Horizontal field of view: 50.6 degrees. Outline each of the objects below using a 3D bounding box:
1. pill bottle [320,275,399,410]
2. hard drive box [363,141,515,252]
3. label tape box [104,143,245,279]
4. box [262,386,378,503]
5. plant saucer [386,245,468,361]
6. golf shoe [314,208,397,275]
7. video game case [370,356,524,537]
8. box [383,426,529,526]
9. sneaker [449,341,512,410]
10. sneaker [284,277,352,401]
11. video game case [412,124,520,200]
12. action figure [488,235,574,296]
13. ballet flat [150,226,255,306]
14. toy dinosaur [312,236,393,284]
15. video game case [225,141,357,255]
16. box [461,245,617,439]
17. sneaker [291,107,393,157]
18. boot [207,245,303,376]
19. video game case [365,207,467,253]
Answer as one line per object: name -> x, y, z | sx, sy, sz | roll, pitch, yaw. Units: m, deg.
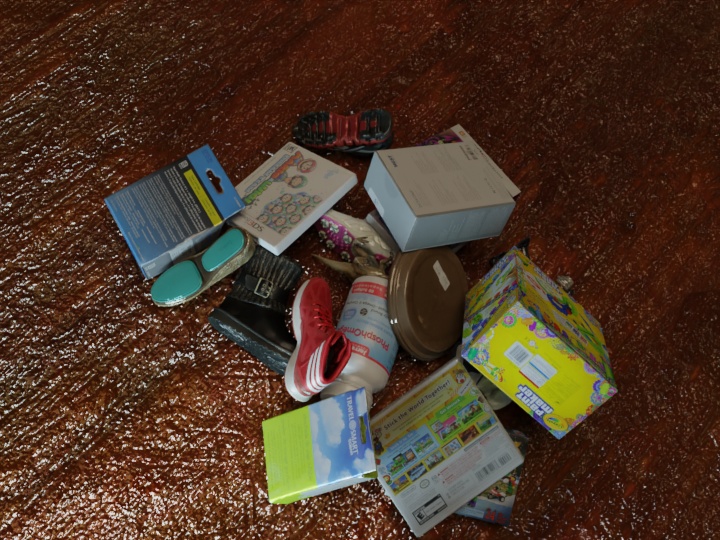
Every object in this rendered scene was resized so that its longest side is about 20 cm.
pill bottle -> 0.006, 0.121, 1.211 | 0.106, 0.109, 0.204 | 19, 65, 2
hard drive box -> 0.128, -0.125, 1.243 | 0.195, 0.078, 0.158 | -9, 52, -27
label tape box -> -0.308, -0.100, 1.285 | 0.197, 0.064, 0.146 | -30, 72, -14
box -> -0.054, 0.257, 1.113 | 0.197, 0.047, 0.125 | -23, 63, 29
plant saucer -> 0.116, 0.043, 1.235 | 0.197, 0.029, 0.207 | 4, 84, -46
golf shoe -> 0.011, -0.056, 1.319 | 0.197, 0.076, 0.092 | 33, 55, 1
video game case -> 0.113, 0.261, 1.127 | 0.198, 0.023, 0.184 | -35, 93, 3
box -> 0.144, 0.293, 1.159 | 0.194, 0.038, 0.141 | 14, 94, -1
sneaker -> 0.150, 0.182, 1.228 | 0.196, 0.130, 0.080 | -30, 110, 17
sneaker -> -0.048, 0.090, 1.147 | 0.077, 0.114, 0.205 | 25, 54, -34
video game case -> 0.168, -0.161, 1.371 | 0.198, 0.036, 0.182 | -29, 71, -35
action figure -> 0.294, 0.050, 1.286 | 0.116, 0.103, 0.203 | -23, 69, -9
ballet flat -> -0.250, 0.002, 1.246 | 0.197, 0.065, 0.072 | -30, 70, 12
toy dinosaur -> 0.000, 0.000, 1.260 | 0.195, 0.102, 0.059 | 20, 51, 10
video game case -> -0.131, -0.130, 1.310 | 0.180, 0.024, 0.200 | 29, 62, 36
box -> 0.266, 0.103, 1.153 | 0.199, 0.122, 0.194 | 40, 25, -9
sneaker -> -0.026, -0.247, 1.394 | 0.195, 0.098, 0.073 | 1, 76, 19
boot -> -0.127, 0.065, 1.234 | 0.208, 0.080, 0.159 | 32, 66, 8
video game case -> 0.118, -0.085, 1.333 | 0.143, 0.018, 0.199 | 47, 49, 10
